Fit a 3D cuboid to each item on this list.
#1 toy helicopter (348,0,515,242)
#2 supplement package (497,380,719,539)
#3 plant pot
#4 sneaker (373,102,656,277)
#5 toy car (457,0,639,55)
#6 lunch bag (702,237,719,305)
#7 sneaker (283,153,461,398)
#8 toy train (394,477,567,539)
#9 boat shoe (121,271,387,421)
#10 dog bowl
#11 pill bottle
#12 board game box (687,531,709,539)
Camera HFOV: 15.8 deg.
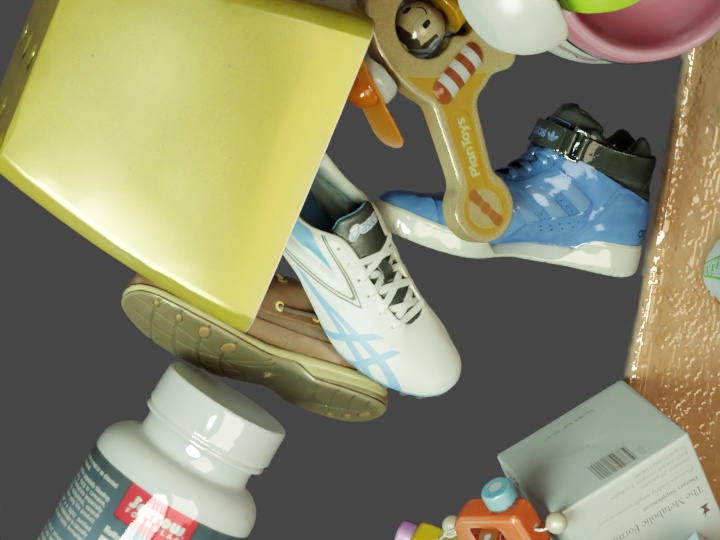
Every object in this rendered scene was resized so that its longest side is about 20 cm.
[{"bbox_3d":[0.048,-0.111,1.666,0.132,0.079,0.201,-21,100,-30],"label":"toy helicopter"},{"bbox_3d":[0.200,0.202,1.857,0.113,0.110,0.201,-31,117,-9],"label":"supplement package"},{"bbox_3d":[-0.124,-0.105,1.584,0.176,0.200,0.201,20,100,-14],"label":"plant pot"},{"bbox_3d":[0.107,-0.064,1.747,0.199,0.077,0.112,8,101,-19],"label":"sneaker"},{"bbox_3d":[0.106,-0.247,1.567,0.175,0.200,0.150,-40,161,-11],"label":"toy car"},{"bbox_3d":[0.354,0.010,1.873,0.200,0.076,0.161,32,97,-27],"label":"lunch bag"},{"bbox_3d":[0.000,0.000,1.693,0.072,0.072,0.200,-42,97,-33],"label":"sneaker"},{"bbox_3d":[0.096,0.233,1.808,0.056,0.150,0.201,-54,129,-37],"label":"toy train"},{"bbox_3d":[-0.066,0.037,1.724,0.199,0.072,0.068,24,65,-23],"label":"boat shoe"},{"bbox_3d":[0.184,-0.227,1.721,0.199,0.074,0.201,-7,110,-20],"label":"dog bowl"},{"bbox_3d":[-0.139,0.168,1.705,0.119,0.120,0.201,29,96,-27],"label":"pill bottle"},{"bbox_3d":[0.245,0.308,1.814,0.200,0.041,0.200,35,110,-20],"label":"board game box"}]
